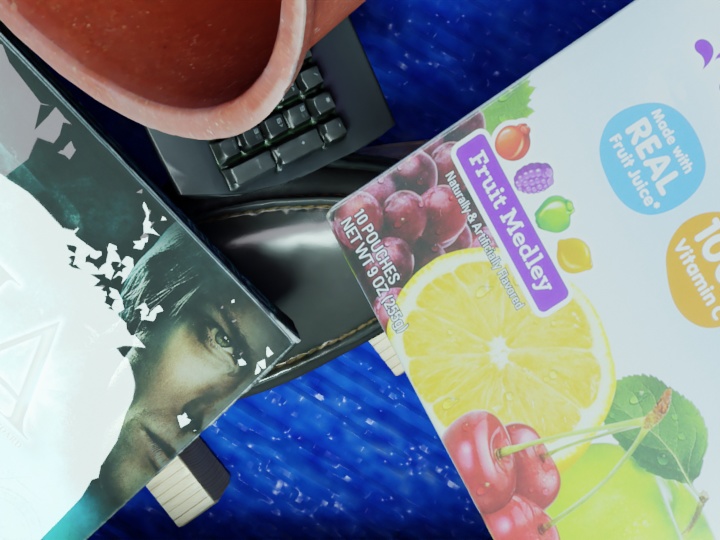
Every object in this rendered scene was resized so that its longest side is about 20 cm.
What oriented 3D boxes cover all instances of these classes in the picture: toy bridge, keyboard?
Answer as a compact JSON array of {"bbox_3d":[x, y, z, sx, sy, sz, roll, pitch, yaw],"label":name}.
[{"bbox_3d":[0.000,0.000,0.874,0.200,0.027,0.067,-36,97,20],"label":"toy bridge"},{"bbox_3d":[-0.039,-0.128,0.807,0.021,0.127,0.200,-14,102,58],"label":"keyboard"}]

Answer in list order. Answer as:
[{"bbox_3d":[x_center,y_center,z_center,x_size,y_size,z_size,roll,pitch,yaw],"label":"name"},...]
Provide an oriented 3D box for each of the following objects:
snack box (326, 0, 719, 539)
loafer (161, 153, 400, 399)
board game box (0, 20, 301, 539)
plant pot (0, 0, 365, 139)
[{"bbox_3d":[0.107,-0.007,0.726,0.200,0.053,0.142,-33,74,19],"label":"snack box"},{"bbox_3d":[-0.067,0.020,0.840,0.200,0.072,0.073,-19,108,19],"label":"loafer"},{"bbox_3d":[-0.132,-0.008,0.776,0.135,0.028,0.200,-43,104,4],"label":"board game box"},{"bbox_3d":[-0.011,-0.168,0.711,0.195,0.201,0.201,-36,101,-26],"label":"plant pot"}]
